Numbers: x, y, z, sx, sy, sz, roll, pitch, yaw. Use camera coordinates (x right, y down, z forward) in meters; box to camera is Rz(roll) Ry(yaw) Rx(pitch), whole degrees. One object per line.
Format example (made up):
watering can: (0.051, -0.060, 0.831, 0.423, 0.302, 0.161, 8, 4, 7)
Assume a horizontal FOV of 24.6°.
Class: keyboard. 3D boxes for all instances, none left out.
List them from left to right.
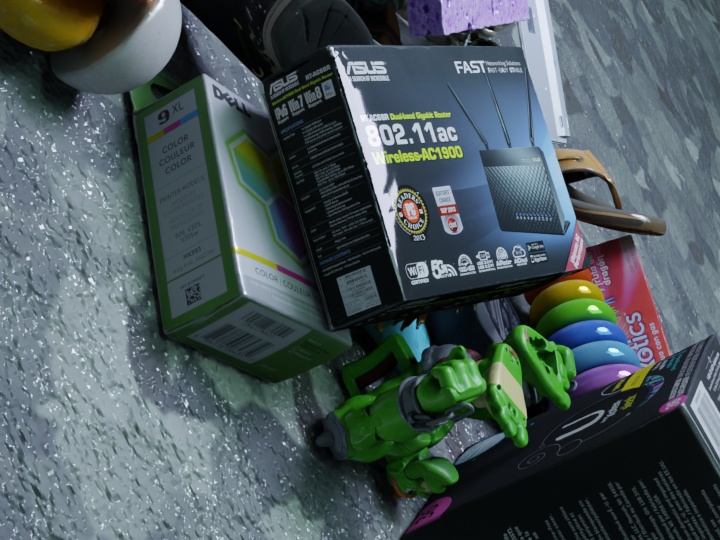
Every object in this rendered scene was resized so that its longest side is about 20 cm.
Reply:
keyboard: (0.139, -0.202, 1.335, 0.056, 0.011, 0.201, -1, 80, -55)

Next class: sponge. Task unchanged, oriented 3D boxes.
sponge: (0.079, -0.232, 1.207, 0.200, 0.030, 0.112, -26, 113, -64)

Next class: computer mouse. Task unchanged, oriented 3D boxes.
computer mouse: (0.089, 0.058, 1.202, 0.139, 0.052, 0.200, -94, 159, -45)

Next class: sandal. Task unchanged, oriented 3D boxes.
sandal: (0.158, -0.079, 1.331, 0.200, 0.055, 0.082, 30, 15, 35)

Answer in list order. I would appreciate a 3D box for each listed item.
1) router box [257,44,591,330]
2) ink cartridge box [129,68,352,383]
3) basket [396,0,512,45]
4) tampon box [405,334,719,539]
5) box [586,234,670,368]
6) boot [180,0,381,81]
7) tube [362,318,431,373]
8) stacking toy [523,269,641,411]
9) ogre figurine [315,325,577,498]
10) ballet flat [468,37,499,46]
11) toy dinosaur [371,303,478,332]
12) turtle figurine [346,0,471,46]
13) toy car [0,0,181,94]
router box: (0.043, -0.054, 0.986, 0.200, 0.062, 0.151, -9, 79, -50)
ink cartridge box: (-0.074, -0.045, 0.960, 0.104, 0.059, 0.201, 29, 41, -51)
basket: (0.048, -0.275, 1.357, 0.200, 0.123, 0.136, 29, 41, -51)
tampon box: (0.157, 0.153, 1.049, 0.127, 0.199, 0.150, 61, 23, -4)
box: (0.202, 0.089, 1.303, 0.103, 0.094, 0.201, 58, 17, -61)
boot: (-0.052, -0.153, 1.057, 0.154, 0.074, 0.204, 41, -5, 26)
tube: (0.000, 0.000, 1.085, 0.200, 0.050, 0.078, 54, 26, -30)
stacking toy: (0.158, 0.043, 1.242, 0.085, 0.085, 0.201, 33, 31, -47)
ogre figurine: (0.053, 0.080, 1.017, 0.098, 0.119, 0.200, 63, 25, -10)
ballet flat: (0.080, -0.133, 1.325, 0.072, 0.072, 0.201, 54, 31, -18)
toy dinosaur: (0.034, -0.024, 1.041, 0.200, 0.060, 0.106, -49, 121, -32)
turtle figurine: (0.024, -0.164, 1.223, 0.150, 0.100, 0.201, 57, 31, -46)
toy car: (-0.141, -0.211, 0.884, 0.175, 0.150, 0.201, 44, 31, -35)
